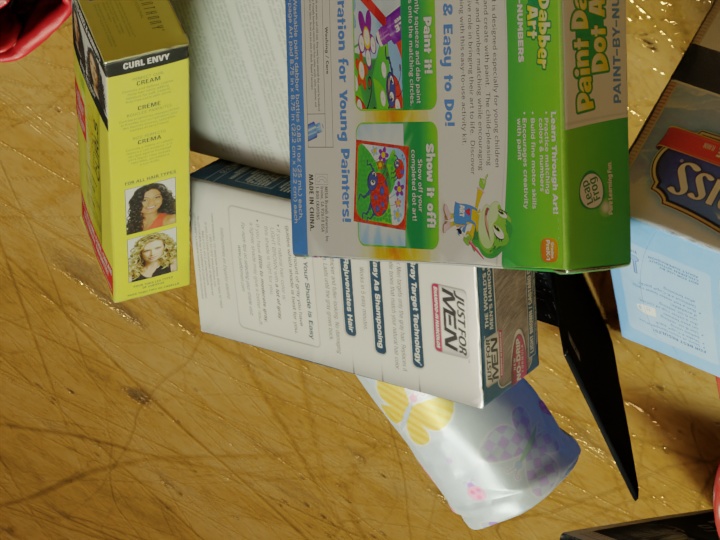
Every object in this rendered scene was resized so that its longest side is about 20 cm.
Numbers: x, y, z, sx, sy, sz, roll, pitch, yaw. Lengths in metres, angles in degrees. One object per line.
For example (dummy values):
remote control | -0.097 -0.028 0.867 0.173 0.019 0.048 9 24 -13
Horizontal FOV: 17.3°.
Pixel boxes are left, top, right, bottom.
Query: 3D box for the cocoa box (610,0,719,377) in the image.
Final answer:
cocoa box | 0.227 -0.013 1.081 0.199 0.132 0.134 23 158 22

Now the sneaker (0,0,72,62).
sneaker | -0.219 -0.184 1.344 0.199 0.116 0.078 8 149 46

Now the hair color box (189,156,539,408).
hair color box | 0.000 0.000 1.315 0.199 0.060 0.100 14 120 35

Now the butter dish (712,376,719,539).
butter dish | 0.274 0.151 1.364 0.199 0.148 0.200 21 157 24

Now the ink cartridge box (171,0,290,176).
ink cartridge box | -0.034 -0.123 1.270 0.199 0.047 0.161 14 136 36

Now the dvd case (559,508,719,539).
dvd case | 0.241 0.191 1.523 0.150 0.025 0.200 16 -170 37

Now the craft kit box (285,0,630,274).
craft kit box | 0.039 -0.103 1.084 0.048 0.201 0.197 -5 -174 -36

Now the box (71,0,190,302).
box | -0.126 -0.075 1.309 0.200 0.050 0.075 95 156 -52

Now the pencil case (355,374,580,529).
pencil case | 0.050 0.059 1.430 0.083 0.091 0.200 -26 106 44

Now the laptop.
laptop | 0.083 0.025 1.412 0.199 0.104 0.177 19 155 31
